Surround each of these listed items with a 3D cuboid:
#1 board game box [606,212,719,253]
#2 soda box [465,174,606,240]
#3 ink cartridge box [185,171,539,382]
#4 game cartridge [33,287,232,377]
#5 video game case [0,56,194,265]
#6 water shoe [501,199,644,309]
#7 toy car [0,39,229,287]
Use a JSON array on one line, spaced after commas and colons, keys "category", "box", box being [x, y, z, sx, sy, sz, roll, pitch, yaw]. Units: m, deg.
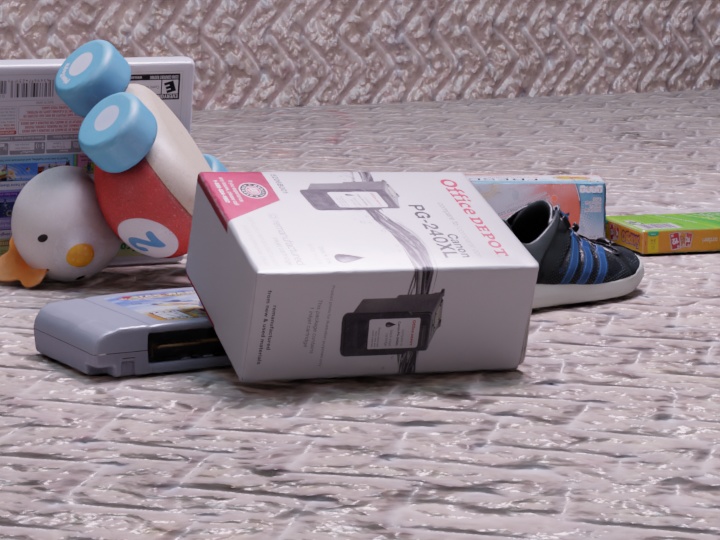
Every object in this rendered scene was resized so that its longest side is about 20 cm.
[{"category": "board game box", "box": [0.335, -0.037, 2.003, 0.198, 0.030, 0.095, -5, 11, -16]}, {"category": "soda box", "box": [0.127, -0.054, 1.990, 0.198, 0.064, 0.068, 0, 9, 2]}, {"category": "ink cartridge box", "box": [0.000, 0.000, 1.422, 0.198, 0.084, 0.145, -2, 29, -21]}, {"category": "game cartridge", "box": [-0.116, 0.039, 1.481, 0.198, 0.042, 0.133, -5, 14, -30]}, {"category": "video game case", "box": [-0.242, -0.091, 1.835, 0.198, 0.184, 0.022, -4, 22, -22]}, {"category": "water shoe", "box": [0.157, -0.016, 1.686, 0.071, 0.080, 0.199, 8, 12, 41]}, {"category": "toy car", "box": [-0.216, -0.044, 1.761, 0.200, 0.184, 0.177, -39, 38, 6]}]
